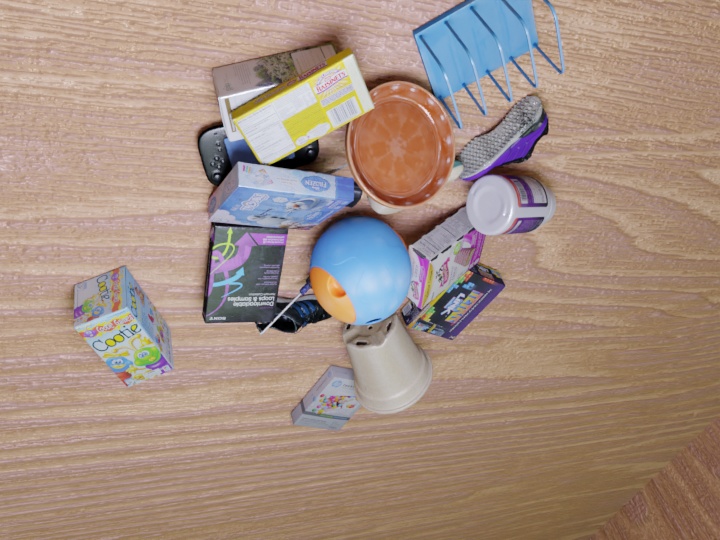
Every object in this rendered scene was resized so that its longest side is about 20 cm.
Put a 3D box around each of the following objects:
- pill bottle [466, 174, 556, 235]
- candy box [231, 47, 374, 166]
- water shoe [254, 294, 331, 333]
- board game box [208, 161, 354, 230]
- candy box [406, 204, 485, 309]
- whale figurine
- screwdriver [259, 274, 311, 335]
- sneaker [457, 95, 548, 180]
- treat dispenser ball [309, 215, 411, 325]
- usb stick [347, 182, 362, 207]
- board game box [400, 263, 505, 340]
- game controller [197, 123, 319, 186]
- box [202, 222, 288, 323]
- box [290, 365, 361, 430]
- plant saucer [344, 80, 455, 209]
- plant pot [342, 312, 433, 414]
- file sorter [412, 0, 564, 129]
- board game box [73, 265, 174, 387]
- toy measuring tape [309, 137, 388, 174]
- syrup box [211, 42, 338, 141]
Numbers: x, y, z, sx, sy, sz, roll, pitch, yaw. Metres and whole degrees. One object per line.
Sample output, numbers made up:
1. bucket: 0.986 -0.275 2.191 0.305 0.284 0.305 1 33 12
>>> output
1. pill bottle: 0.305 -0.130 1.281 0.197 0.112 0.112 -6 140 -46
2. candy box: -0.083 -0.237 0.961 0.196 0.027 0.103 -27 138 4
3. water shoe: -0.135 0.102 1.370 0.195 0.080 0.072 1 135 -25
4. board game box: -0.139 -0.118 1.091 0.194 0.045 0.199 4 167 -26
5. candy box: 0.175 -0.032 1.323 0.198 0.061 0.139 -35 147 -31
6. whale figurine: 0.094 -0.177 1.183 0.196 0.106 0.158 -22 178 -31
7. screwdriver: -0.130 0.059 1.308 0.200 0.029 0.028 -48 118 -16
8. sneaker: 0.275 -0.225 1.224 0.199 0.071 0.099 -38 139 17
9. treat dispenser ball: 0.000 0.000 1.232 0.195 0.204 0.204 -12 138 -11
10. usb stick: -0.087 -0.148 1.169 0.195 0.033 0.056 6 145 -29
11. board game box: 0.214 0.065 1.507 0.162 0.057 0.201 18 124 -36
12. game controller: -0.166 -0.205 1.068 0.195 0.043 0.106 -17 138 -9
13. box: -0.219 0.005 1.227 0.139 0.036 0.205 0 119 -25
14. box: -0.065 0.331 1.669 0.153 0.042 0.201 17 124 -37
15. plant saucer: 0.065 -0.204 1.068 0.195 0.032 0.207 0 91 -22
16. plant pot: 0.048 0.186 1.473 0.196 0.202 0.186 -24 129 2
17. file sorter: 0.207 -0.343 1.032 0.196 0.124 0.140 -27 138 6
18. board game box: -0.441 0.109 1.221 0.100 0.106 0.202 -19 138 -2
19. toy measuring tape: -0.010 -0.216 1.094 0.196 0.074 0.075 -24 141 -16
20. syrup box: -0.120 -0.272 0.989 0.195 0.080 0.083 -16 139 -8
